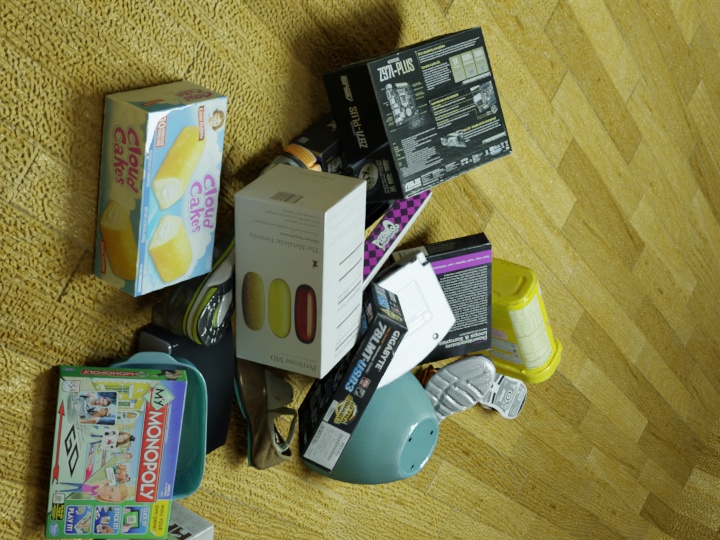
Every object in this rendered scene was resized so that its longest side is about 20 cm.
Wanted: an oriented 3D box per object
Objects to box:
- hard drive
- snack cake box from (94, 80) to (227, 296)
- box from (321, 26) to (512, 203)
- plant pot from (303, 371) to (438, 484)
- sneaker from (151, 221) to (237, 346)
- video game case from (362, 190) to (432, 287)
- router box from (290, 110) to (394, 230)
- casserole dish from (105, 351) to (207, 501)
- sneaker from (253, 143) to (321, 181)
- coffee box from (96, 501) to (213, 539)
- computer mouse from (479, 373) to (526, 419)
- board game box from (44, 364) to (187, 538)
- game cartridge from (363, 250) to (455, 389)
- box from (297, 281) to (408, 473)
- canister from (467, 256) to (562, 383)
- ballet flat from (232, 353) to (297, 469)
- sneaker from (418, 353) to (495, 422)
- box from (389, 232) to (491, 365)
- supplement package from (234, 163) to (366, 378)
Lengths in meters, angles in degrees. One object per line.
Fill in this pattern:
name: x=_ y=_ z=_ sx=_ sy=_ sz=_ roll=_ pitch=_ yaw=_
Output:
hard drive: x=-0.202 y=0.142 z=1.527 sx=0.135 sy=0.042 sz=0.200 roll=-26 pitch=131 yaw=-46
snack cake box: x=-0.206 y=-0.086 z=1.350 sx=0.115 sy=0.067 sz=0.200 roll=-20 pitch=126 yaw=-48
box: x=0.071 y=-0.187 z=1.566 sx=0.200 sy=0.086 sz=0.164 roll=-26 pitch=105 yaw=-39
plant pot: x=0.029 y=0.221 z=1.834 sx=0.200 sy=0.135 sz=0.200 roll=-33 pitch=136 yaw=-40
sneaker: x=-0.168 y=-0.003 z=1.460 sx=0.200 sy=0.081 sz=0.074 roll=-62 pitch=156 yaw=-44
video game case: x=0.000 y=0.000 z=1.634 sx=0.200 sy=0.036 sz=0.181 roll=-53 pitch=179 yaw=-34
router box: x=0.004 y=-0.139 z=1.638 sx=0.200 sy=0.052 sz=0.157 roll=-41 pitch=140 yaw=-34
casserole dish: x=-0.232 y=0.171 z=1.454 sx=0.121 sy=0.039 sz=0.200 roll=1 pitch=115 yaw=-8
sneaker: x=-0.084 y=-0.049 z=1.553 sx=0.077 sy=0.078 sz=0.200 roll=-35 pitch=127 yaw=-37
coffee box: x=-0.272 y=0.368 z=1.536 sx=0.200 sy=0.080 sz=0.115 roll=-23 pitch=128 yaw=-48
computer mouse: x=0.215 y=0.197 z=2.182 sx=0.200 sy=0.044 sz=0.110 roll=36 pitch=75 yaw=-52
board game box: x=-0.266 y=0.199 z=1.414 sx=0.134 sy=0.029 sz=0.200 roll=4 pitch=112 yaw=-16
game cartridge: x=0.032 y=0.079 z=1.762 sx=0.200 sy=0.040 sz=0.134 roll=-34 pitch=107 yaw=-24
box: x=-0.012 y=0.125 z=1.606 sx=0.199 sy=0.050 sz=0.200 roll=-60 pitch=-172 yaw=7
canister: x=0.221 y=0.073 z=2.008 sx=0.087 sy=0.148 sz=0.200 roll=-56 pitch=145 yaw=-26
ballet flat: x=-0.116 y=0.176 z=1.639 sx=0.068 sy=0.072 sz=0.200 roll=-96 pitch=180 yaw=-51
sneaker: x=0.127 y=0.166 z=1.950 sx=0.200 sy=0.078 sz=0.112 roll=-40 pitch=-167 yaw=31
box: x=0.117 y=0.046 z=1.876 sx=0.143 sy=0.036 sz=0.200 roll=-12 pitch=127 yaw=-10
supplement package: x=-0.066 y=0.000 z=1.450 sx=0.110 sy=0.114 sz=0.200 roll=-43 pitch=139 yaw=-56
